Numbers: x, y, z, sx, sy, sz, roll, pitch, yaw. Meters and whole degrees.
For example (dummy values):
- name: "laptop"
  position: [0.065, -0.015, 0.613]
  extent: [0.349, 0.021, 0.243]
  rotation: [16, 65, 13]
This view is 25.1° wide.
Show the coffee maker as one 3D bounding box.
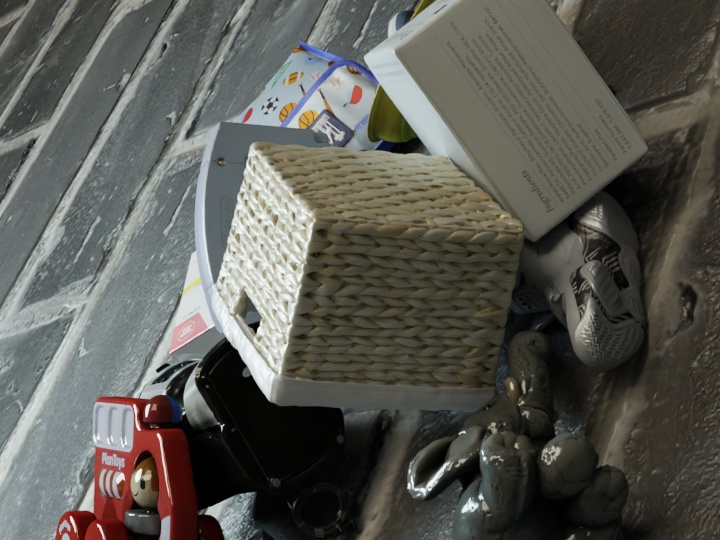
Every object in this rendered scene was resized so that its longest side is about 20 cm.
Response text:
- name: "coffee maker"
  position: [-0.109, 0.158, 1.454]
  extent: [0.200, 0.134, 0.194]
  rotation: [-30, 68, 62]

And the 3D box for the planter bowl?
- name: "planter bowl"
  position: [0.091, -0.194, 1.571]
  extent: [0.201, 0.083, 0.201]
  rotation: [-57, -11, -17]

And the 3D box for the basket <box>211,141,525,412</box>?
- name: "basket"
  position: [0.001, 0.002, 1.309]
  extent: [0.198, 0.198, 0.162]
  rotation: [-131, 47, -60]

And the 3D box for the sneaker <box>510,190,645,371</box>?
- name: "sneaker"
  position: [0.167, 0.026, 1.317]
  extent: [0.115, 0.075, 0.201]
  rotation: [-32, 27, 29]

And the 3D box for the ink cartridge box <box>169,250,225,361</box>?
- name: "ink cartridge box"
  position: [-0.134, 0.014, 1.766]
  extent: [0.116, 0.067, 0.201]
  rotation: [-31, 32, 29]

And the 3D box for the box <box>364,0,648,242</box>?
- name: "box"
  position: [0.120, -0.146, 1.398]
  extent: [0.130, 0.201, 0.199]
  rotation: [-37, 9, -2]

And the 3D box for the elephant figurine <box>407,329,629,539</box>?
- name: "elephant figurine"
  position: [0.109, 0.152, 1.196]
  extent: [0.154, 0.143, 0.200]
  rotation: [-16, 21, -12]

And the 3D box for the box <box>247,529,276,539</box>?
- name: "box"
  position: [-0.143, 0.333, 1.405]
  extent: [0.200, 0.040, 0.137]
  rotation: [-38, 28, 19]

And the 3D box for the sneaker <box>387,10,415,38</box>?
- name: "sneaker"
  position: [0.107, -0.256, 1.737]
  extent: [0.146, 0.077, 0.203]
  rotation: [-49, 35, 23]

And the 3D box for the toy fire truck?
- name: "toy fire truck"
  position: [-0.193, 0.193, 1.416]
  extent: [0.200, 0.111, 0.170]
  rotation: [-6, 84, 62]

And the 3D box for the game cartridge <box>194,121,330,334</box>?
- name: "game cartridge"
  position: [-0.087, -0.037, 1.495]
  extent: [0.040, 0.132, 0.202]
  rotation: [-33, 56, 59]

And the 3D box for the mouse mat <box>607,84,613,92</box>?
- name: "mouse mat"
  position: [0.149, -0.106, 1.577]
  extent: [0.201, 0.008, 0.161]
  rotation: [-53, 28, -11]

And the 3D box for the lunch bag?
- name: "lunch bag"
  position: [-0.045, -0.148, 1.794]
  extent: [0.170, 0.124, 0.200]
  rotation: [-50, 40, -5]
